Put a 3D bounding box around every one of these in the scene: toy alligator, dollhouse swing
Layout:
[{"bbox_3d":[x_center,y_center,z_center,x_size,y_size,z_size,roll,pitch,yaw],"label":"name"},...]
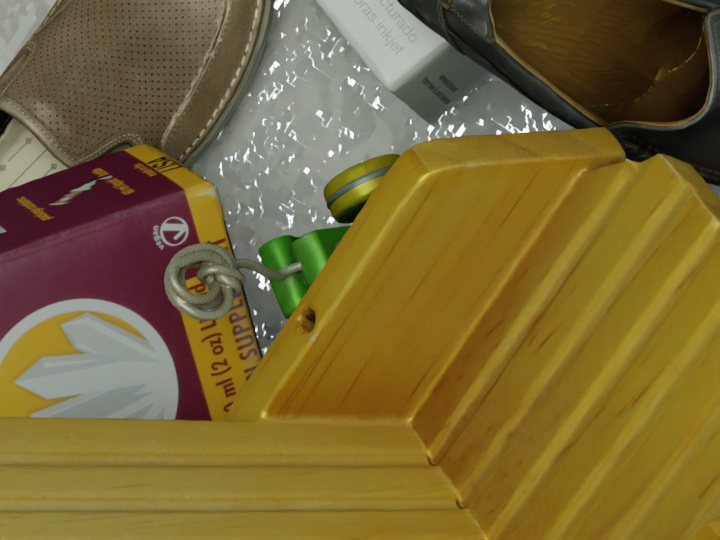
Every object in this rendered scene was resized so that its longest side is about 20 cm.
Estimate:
[{"bbox_3d":[0.000,0.000,0.989,0.054,0.200,0.059,-36,72,45],"label":"toy alligator"},{"bbox_3d":[0.010,0.052,0.834,0.182,0.176,0.200,-56,39,20],"label":"dollhouse swing"}]

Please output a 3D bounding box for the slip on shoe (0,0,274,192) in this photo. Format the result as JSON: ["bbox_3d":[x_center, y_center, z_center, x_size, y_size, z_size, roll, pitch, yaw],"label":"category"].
[{"bbox_3d":[-0.104,-0.051,1.053,0.076,0.061,0.200,42,94,11],"label":"slip on shoe"}]

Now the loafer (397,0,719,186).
[{"bbox_3d":[0.095,-0.063,0.964,0.200,0.072,0.073,20,111,-28],"label":"loafer"}]

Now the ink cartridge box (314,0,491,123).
[{"bbox_3d":[0.051,-0.172,1.022,0.200,0.083,0.146,-39,79,6],"label":"ink cartridge box"}]

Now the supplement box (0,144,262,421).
[{"bbox_3d":[-0.136,0.045,0.986,0.200,0.086,0.111,-20,107,-15],"label":"supplement box"}]
